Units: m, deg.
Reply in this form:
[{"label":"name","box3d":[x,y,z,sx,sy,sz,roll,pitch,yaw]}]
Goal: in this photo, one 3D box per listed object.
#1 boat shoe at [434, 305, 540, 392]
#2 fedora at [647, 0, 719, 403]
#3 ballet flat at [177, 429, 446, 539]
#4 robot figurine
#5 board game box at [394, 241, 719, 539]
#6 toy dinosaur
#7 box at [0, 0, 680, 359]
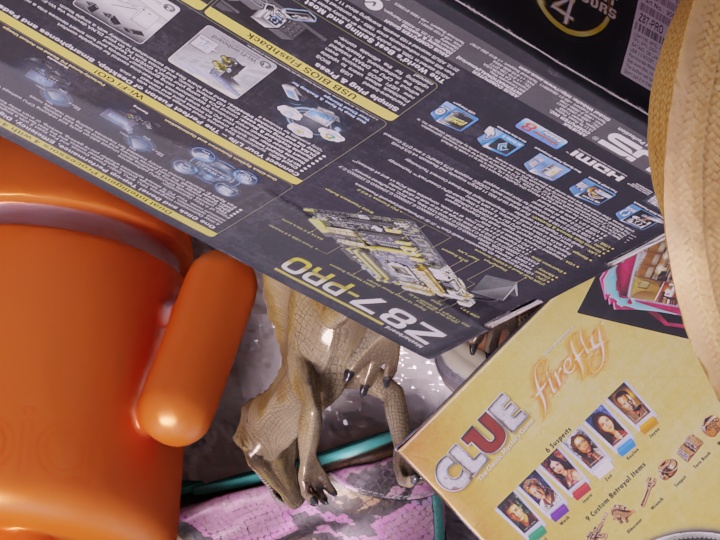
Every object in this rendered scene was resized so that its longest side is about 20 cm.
[{"label":"boat shoe","box3d":[0.115,0.026,0.779,0.199,0.076,0.072,17,117,21]},{"label":"fedora","box3d":[0.131,-0.039,0.587,0.082,0.200,0.201,15,123,56]},{"label":"ballet flat","box3d":[-0.056,0.103,0.918,0.199,0.069,0.071,-10,90,31]},{"label":"robot figurine","box3d":[-0.113,0.035,0.864,0.144,0.116,0.201,-36,47,56]},{"label":"board game box","box3d":[0.127,0.030,0.727,0.200,0.035,0.136,-44,81,4]},{"label":"toy dinosaur","box3d":[0.000,0.000,0.796,0.101,0.058,0.201,45,120,48]},{"label":"box","box3d":[-0.016,-0.057,0.654,0.200,0.049,0.161,28,148,-20]}]
